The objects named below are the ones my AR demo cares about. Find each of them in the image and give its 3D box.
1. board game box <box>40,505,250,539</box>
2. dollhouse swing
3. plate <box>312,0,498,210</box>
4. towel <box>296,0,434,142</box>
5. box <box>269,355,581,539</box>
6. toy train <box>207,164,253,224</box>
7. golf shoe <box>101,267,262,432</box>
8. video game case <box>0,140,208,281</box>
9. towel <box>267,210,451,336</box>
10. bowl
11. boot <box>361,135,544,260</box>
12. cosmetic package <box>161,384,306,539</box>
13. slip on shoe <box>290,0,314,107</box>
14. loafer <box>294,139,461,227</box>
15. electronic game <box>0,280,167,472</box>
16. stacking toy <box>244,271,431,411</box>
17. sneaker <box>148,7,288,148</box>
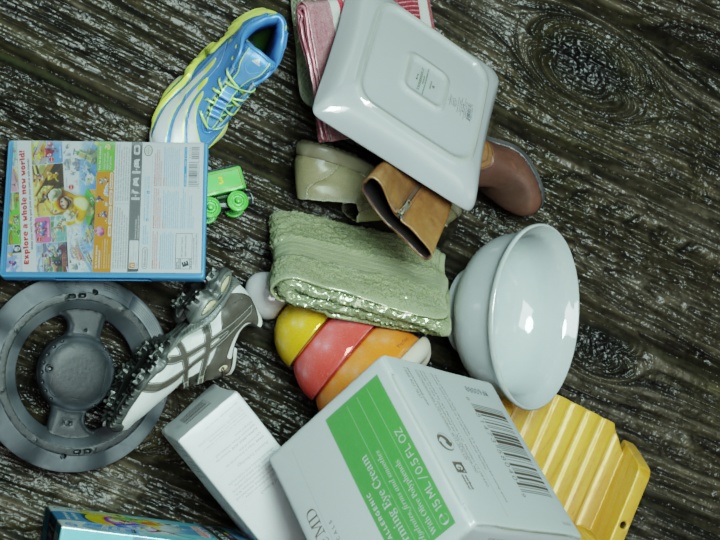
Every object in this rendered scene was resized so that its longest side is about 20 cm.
[{"bbox_3d":[-0.207,0.275,1.409,0.200,0.151,0.047,10,86,-17],"label":"board game box"},{"bbox_3d":[0.222,0.228,1.532,0.200,0.176,0.182,27,82,-14],"label":"dollhouse swing"},{"bbox_3d":[0.058,-0.185,1.450,0.200,0.032,0.200,31,49,-21],"label":"plate"},{"bbox_3d":[0.015,-0.216,1.506,0.200,0.023,0.144,-16,98,-47],"label":"towel"},{"bbox_3d":[0.061,0.219,1.380,0.171,0.199,0.200,-44,145,22],"label":"box"},{"bbox_3d":[-0.209,-0.066,1.474,0.200,0.042,0.056,-14,83,-17],"label":"toy train"},{"bbox_3d":[-0.173,0.094,1.434,0.094,0.078,0.200,45,74,-23],"label":"golf shoe"},{"bbox_3d":[-0.254,-0.060,1.427,0.200,0.018,0.143,1,75,-3],"label":"video game case"},{"bbox_3d":[0.000,0.000,1.492,0.200,0.148,0.037,13,125,-14],"label":"towel"},{"bbox_3d":[0.153,0.048,1.537,0.201,0.090,0.201,-5,96,-56],"label":"bowl"},{"bbox_3d":[0.102,-0.081,1.476,0.188,0.068,0.200,50,39,-19],"label":"boot"},{"bbox_3d":[-0.107,0.220,1.463,0.081,0.113,0.200,-41,102,-13],"label":"cosmetic package"},{"bbox_3d":[-0.031,-0.267,1.525,0.061,0.074,0.200,7,79,-51],"label":"slip on shoe"},{"bbox_3d":[0.013,-0.081,1.526,0.200,0.076,0.067,20,96,-20],"label":"loafer"},{"bbox_3d":[-0.288,0.103,1.443,0.200,0.042,0.200,0,89,-25],"label":"electronic game"},{"bbox_3d":[-0.039,0.071,1.497,0.200,0.146,0.146,42,77,7],"label":"stacking toy"},{"bbox_3d":[-0.143,-0.193,1.461,0.076,0.105,0.200,36,79,-13],"label":"sneaker"}]
